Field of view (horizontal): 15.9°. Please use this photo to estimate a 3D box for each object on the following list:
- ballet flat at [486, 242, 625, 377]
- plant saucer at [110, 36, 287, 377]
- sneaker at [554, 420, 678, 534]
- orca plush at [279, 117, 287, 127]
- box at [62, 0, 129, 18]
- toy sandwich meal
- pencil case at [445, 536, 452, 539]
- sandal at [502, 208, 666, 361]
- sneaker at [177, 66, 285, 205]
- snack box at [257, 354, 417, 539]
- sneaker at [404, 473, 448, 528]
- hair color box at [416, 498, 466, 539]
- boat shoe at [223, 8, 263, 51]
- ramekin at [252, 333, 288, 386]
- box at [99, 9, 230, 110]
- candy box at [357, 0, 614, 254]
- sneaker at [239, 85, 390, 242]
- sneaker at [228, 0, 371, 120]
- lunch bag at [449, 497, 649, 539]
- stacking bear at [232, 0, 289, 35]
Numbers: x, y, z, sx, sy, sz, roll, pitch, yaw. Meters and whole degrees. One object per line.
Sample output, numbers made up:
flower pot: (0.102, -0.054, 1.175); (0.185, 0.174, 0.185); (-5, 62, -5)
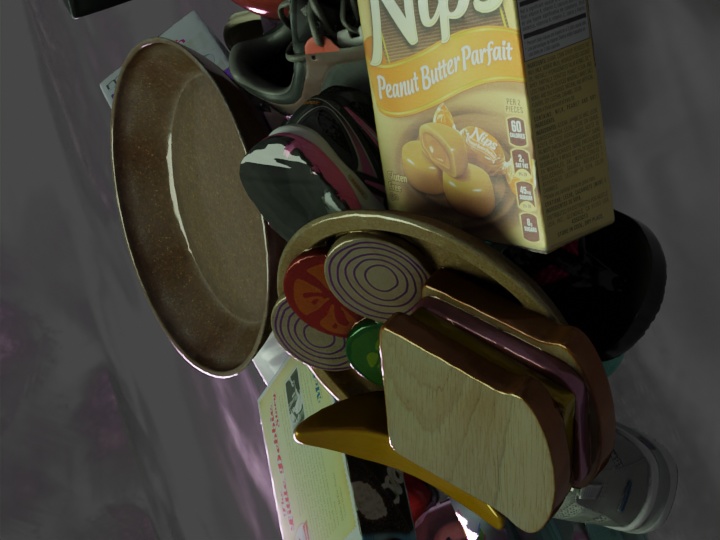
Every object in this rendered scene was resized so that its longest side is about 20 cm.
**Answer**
ballet flat: (0.090, -0.001, 1.428); (0.071, 0.067, 0.200); (61, 178, -39)
plant saucer: (-0.087, -0.039, 1.493); (0.200, 0.037, 0.201); (37, 134, 50)
sneaker: (0.078, 0.089, 1.420); (0.200, 0.082, 0.075); (14, 92, 42)
orca plush: (0.000, 0.000, 1.500); (0.105, 0.071, 0.200); (31, 164, 45)
box: (-0.112, -0.269, 1.552); (0.125, 0.199, 0.149); (85, 161, -47)
toy sandwich meal: (0.034, 0.056, 1.305); (0.205, 0.070, 0.206); (23, 142, 19)
pencil case: (0.055, 0.208, 1.491); (0.094, 0.091, 0.200); (39, 173, -15)
sandal: (0.097, -0.018, 1.330); (0.075, 0.045, 0.200); (-58, 32, 16)
sneaker: (-0.065, -0.039, 1.565); (0.070, 0.099, 0.201); (36, -143, -48)
snack box: (-0.010, 0.137, 1.466); (0.116, 0.037, 0.201); (126, 138, -55)
sneaker: (0.001, 0.148, 1.587); (0.077, 0.085, 0.200); (40, 161, 14)
hair color box: (0.067, 0.195, 1.748); (0.061, 0.101, 0.201); (111, 136, -72)
boat shoe: (-0.039, -0.152, 1.747); (0.200, 0.062, 0.071); (-143, 36, -66)
ramekin: (-0.015, 0.022, 1.665); (0.201, 0.105, 0.200); (59, -171, -15)
box: (-0.080, -0.059, 1.816); (0.200, 0.097, 0.177); (51, -177, -26)
candy box: (0.056, -0.117, 1.261); (0.115, 0.055, 0.201); (11, 116, 47)
sneaker: (0.027, -0.016, 1.367); (0.080, 0.086, 0.200); (-6, 127, 44)
sneaker: (0.005, -0.126, 1.361); (0.200, 0.082, 0.077); (-27, 56, 42)
lunch bag: (0.109, 0.144, 1.531); (0.161, 0.077, 0.200); (99, 149, -66)
stacking bear: (0.007, -0.110, 1.524); (0.114, 0.121, 0.200); (-113, -1, -60)
